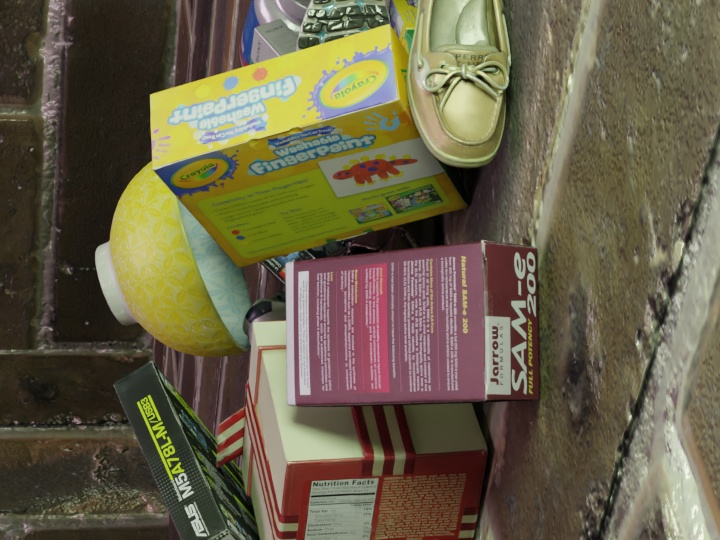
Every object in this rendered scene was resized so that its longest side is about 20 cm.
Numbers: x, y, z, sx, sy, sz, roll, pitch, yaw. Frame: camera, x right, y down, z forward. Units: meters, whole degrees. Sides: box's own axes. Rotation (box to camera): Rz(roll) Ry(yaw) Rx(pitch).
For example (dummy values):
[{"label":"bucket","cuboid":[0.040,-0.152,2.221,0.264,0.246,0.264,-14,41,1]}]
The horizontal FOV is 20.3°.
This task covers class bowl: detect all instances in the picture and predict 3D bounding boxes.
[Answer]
[{"label":"bowl","cuboid":[-0.184,-0.004,1.876,0.200,0.107,0.202,-19,-90,-81]}]

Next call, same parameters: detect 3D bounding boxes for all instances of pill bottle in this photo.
[{"label":"pill bottle","cuboid":[-0.058,-0.257,2.029,0.200,0.111,0.113,118,150,-70]}]

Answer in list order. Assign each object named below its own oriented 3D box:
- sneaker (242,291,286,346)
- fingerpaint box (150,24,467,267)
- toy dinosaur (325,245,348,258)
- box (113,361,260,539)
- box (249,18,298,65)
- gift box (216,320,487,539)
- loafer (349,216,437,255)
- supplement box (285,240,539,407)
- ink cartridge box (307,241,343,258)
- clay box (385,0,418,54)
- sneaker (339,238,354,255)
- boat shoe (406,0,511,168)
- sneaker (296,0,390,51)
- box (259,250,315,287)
[{"label":"sneaker","cuboid":[-0.069,0.054,1.893,0.200,0.073,0.071,71,175,-87]},{"label":"fingerpaint box","cuboid":[-0.038,-0.093,1.545,0.167,0.198,0.074,51,-151,-55]},{"label":"toy dinosaur","cuboid":[-0.030,0.072,1.724,0.201,0.077,0.103,-58,37,26]},{"label":"box","cuboid":[-0.122,0.202,1.699,0.194,0.047,0.200,57,179,39]},{"label":"box","cuboid":[-0.045,-0.127,1.941,0.200,0.036,0.145,50,147,32]},{"label":"gift box","cuboid":[-0.012,0.152,1.594,0.187,0.183,0.201,-106,23,-49]},{"label":"loafer","cuboid":[0.027,-0.030,1.682,0.073,0.070,0.202,111,157,-62]},{"label":"supplement box","cuboid":[0.034,0.041,1.419,0.199,0.061,0.110,-5,84,46]},{"label":"ink cartridge box","cuboid":[-0.049,-0.072,1.911,0.200,0.039,0.100,43,144,39]},{"label":"clay box","cuboid":[0.039,-0.177,1.687,0.200,0.047,0.116,-110,23,-58]},{"label":"sneaker","cuboid":[0.000,0.000,1.791,0.078,0.084,0.202,-130,42,-74]},{"label":"boat shoe","cuboid":[0.073,-0.172,1.448,0.063,0.072,0.202,103,171,-65]},{"label":"sneaker","cuboid":[-0.020,-0.152,1.675,0.090,0.078,0.202,-109,23,-72]},{"label":"box","cuboid":[-0.074,-0.013,1.906,0.137,0.038,0.200,43,178,22]}]
